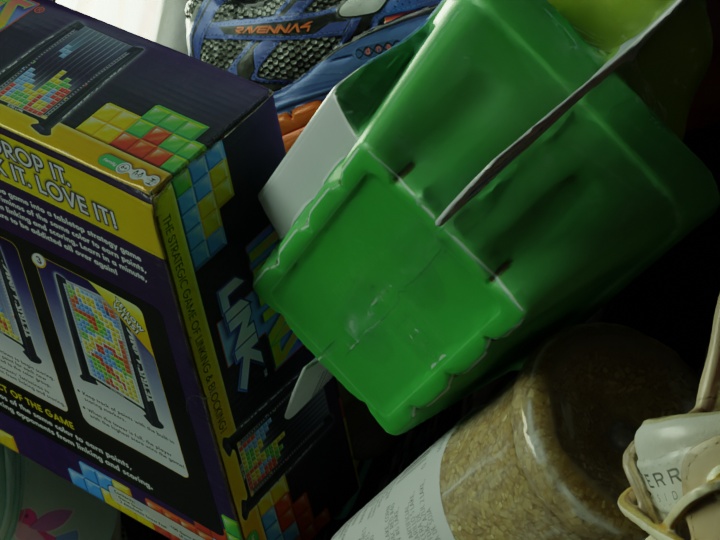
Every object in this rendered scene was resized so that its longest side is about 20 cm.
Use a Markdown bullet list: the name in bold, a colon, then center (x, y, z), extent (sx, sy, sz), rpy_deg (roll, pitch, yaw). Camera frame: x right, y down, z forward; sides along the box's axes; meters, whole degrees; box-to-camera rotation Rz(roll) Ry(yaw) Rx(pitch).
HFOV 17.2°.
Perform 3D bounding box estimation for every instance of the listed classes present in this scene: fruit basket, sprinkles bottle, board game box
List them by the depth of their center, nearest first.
- **fruit basket**: center (0.060, -0.054, 0.665), extent (0.200, 0.094, 0.185), rpy_deg (-50, 1, -27)
- **sprinkles bottle**: center (0.027, 0.089, 0.693), extent (0.200, 0.068, 0.068), rpy_deg (-47, 26, 49)
- **board game box**: center (-0.101, -0.009, 0.754), extent (0.057, 0.200, 0.166), rpy_deg (-42, -40, -32)

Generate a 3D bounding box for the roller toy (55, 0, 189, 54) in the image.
- **roller toy**: center (-0.051, -0.078, 1.015), extent (0.183, 0.139, 0.200), rpy_deg (-61, 28, 28)

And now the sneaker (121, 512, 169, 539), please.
- **sneaker**: center (-0.083, 0.053, 1.067), extent (0.114, 0.076, 0.200), rpy_deg (-45, 31, 48)

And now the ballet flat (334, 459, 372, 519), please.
- **ballet flat**: center (0.000, 0.000, 0.896), extent (0.201, 0.062, 0.067), rpy_deg (-68, 16, -2)

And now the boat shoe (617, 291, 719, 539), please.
- **boat shoe**: center (0.093, 0.047, 0.542), extent (0.074, 0.069, 0.201), rpy_deg (-23, 47, 66)

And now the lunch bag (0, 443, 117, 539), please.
- **lunch bag**: center (-0.162, 0.029, 0.932), extent (0.160, 0.077, 0.201), rpy_deg (-22, 68, 44)

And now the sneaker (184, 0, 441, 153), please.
- **sneaker**: center (0.021, -0.106, 0.814), extent (0.199, 0.079, 0.075), rpy_deg (-30, -1, 13)

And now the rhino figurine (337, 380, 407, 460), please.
- **rhino figurine**: center (0.034, -0.017, 0.807), extent (0.200, 0.060, 0.087), rpy_deg (-53, 3, -4)

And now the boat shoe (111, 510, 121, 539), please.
- **boat shoe**: center (-0.132, 0.080, 0.988), extent (0.067, 0.057, 0.201), rpy_deg (132, 139, -51)
